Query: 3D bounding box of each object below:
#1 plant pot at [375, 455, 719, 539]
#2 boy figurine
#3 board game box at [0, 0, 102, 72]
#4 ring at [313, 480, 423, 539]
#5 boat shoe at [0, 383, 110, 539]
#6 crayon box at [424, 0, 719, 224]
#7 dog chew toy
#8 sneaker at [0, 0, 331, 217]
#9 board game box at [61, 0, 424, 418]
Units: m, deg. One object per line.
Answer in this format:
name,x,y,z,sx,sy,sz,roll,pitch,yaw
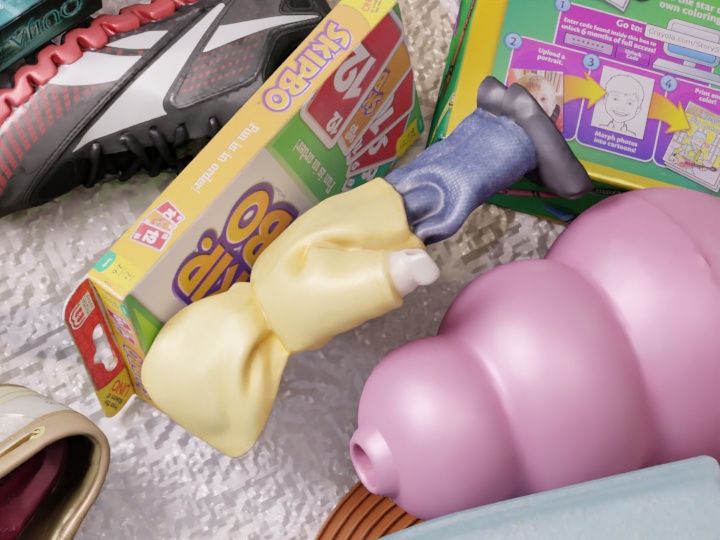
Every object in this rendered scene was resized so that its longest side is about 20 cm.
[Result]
plant pot,0.033,0.196,1.000,0.199,0.196,0.197,-6,73,-11
boy figurine,0.000,0.000,1.104,0.200,0.124,0.065,-40,105,-7
board game box,-0.224,-0.142,1.156,0.135,0.028,0.200,-35,59,-20
ring,0.069,0.161,1.135,0.199,0.019,0.201,3,70,-7
boat shoe,-0.173,0.130,1.070,0.074,0.066,0.200,47,65,-34
crayon box,0.137,-0.076,1.209,0.199,0.058,0.119,15,69,-3
dog chew toy,0.087,0.044,1.119,0.199,0.125,0.125,-23,75,-20
sneaker,-0.088,-0.072,1.166,0.200,0.071,0.098,-35,76,-20
board game box,-0.047,-0.025,1.142,0.030,0.096,0.200,34,68,27
